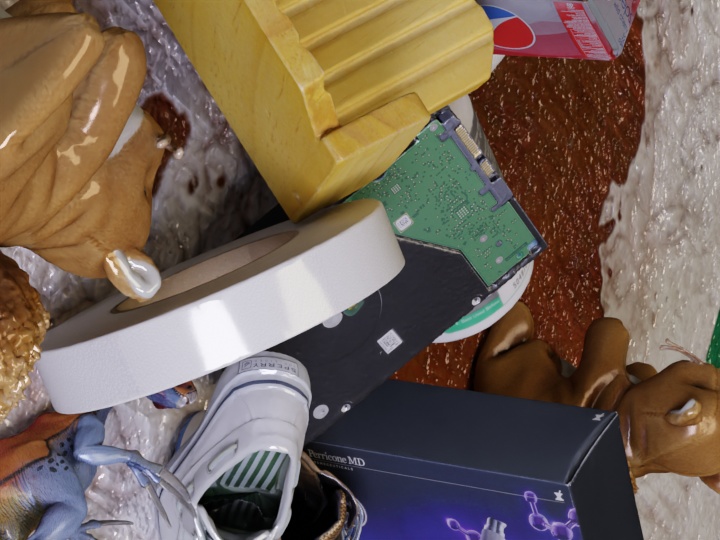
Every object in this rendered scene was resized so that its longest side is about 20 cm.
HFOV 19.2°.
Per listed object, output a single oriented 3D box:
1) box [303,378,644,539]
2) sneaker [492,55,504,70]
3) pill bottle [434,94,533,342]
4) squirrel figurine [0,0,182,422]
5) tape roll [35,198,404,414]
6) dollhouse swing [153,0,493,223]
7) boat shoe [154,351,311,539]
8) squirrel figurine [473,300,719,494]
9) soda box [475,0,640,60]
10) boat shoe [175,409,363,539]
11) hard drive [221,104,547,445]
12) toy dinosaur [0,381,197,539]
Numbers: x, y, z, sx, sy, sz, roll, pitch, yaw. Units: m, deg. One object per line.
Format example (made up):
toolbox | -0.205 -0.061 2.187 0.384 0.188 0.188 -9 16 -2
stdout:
box | 0.074 0.154 1.362 0.079 0.198 0.142 -46 131 -44
sneaker | 0.066 -0.199 1.425 0.089 0.075 0.201 53 45 -32
pill bottle | 0.030 -0.058 1.336 0.114 0.112 0.201 -61 142 -31
squirrel figurine | -0.170 -0.031 0.959 0.201 0.141 0.187 -61 154 -9
tape roll | -0.074 0.017 1.104 0.202 0.202 0.037 -33 103 -51
dollhouse swing | -0.009 -0.161 1.121 0.175 0.182 0.201 -31 86 -17
boat shoe | -0.075 0.127 1.174 0.201 0.073 0.067 106 -12 -49
squirrel figurine | 0.172 0.130 1.526 0.201 0.185 0.142 -56 139 -36
soda box | 0.070 -0.177 1.297 0.063 0.198 0.070 52 53 -49
boat shoe | -0.040 0.157 1.300 0.200 0.072 0.073 50 54 -49
hard drive | 0.000 0.000 1.260 0.200 0.038 0.140 -39 132 2
toy dinosaur | -0.152 0.096 1.106 0.200 0.104 0.183 48 34 -35
